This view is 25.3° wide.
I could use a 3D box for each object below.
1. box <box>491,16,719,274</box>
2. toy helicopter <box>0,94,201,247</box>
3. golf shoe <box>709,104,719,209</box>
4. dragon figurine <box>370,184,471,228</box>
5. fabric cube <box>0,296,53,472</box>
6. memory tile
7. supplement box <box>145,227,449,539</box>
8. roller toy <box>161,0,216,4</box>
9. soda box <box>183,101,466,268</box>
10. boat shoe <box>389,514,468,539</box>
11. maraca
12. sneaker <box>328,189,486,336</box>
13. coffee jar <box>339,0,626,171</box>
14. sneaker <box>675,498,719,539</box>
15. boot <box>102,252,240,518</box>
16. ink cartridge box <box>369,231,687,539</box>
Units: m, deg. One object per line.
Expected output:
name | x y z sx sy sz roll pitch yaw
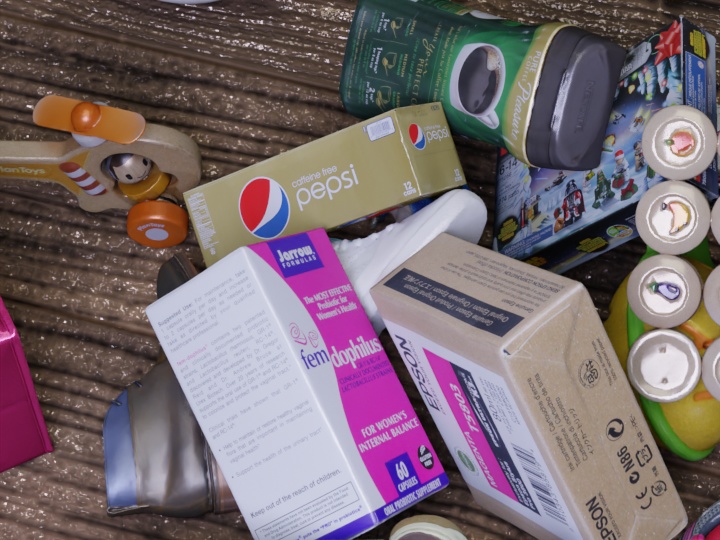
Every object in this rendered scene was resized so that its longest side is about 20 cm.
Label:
box | 0.177 -0.082 1.183 0.040 0.200 0.137 24 56 -29
toy helicopter | -0.218 -0.085 1.194 0.199 0.132 0.079 2 62 -2
golf shoe | 0.265 -0.086 1.258 0.199 0.073 0.092 -11 56 -20
dragon figurine | 0.057 -0.031 1.220 0.099 0.059 0.201 3 62 -1
fabric cube | -0.344 0.048 1.079 0.199 0.200 0.197 -22 64 -14
memory tile | 0.255 -0.008 1.060 0.153 0.017 0.201 4 95 11
supplement box | -0.043 0.085 1.080 0.101 0.103 0.200 -18 78 -57
roller toy | -0.144 -0.321 1.320 0.182 0.140 0.201 5 59 -13
soda box | -0.029 -0.059 1.156 0.068 0.200 0.064 -18 90 -56
boat shoe | 0.060 0.252 1.008 0.072 0.201 0.066 -11 21 26
maraca | 0.231 0.040 1.160 0.107 0.137 0.201 -14 51 32
sneaker | 0.000 0.000 1.150 0.200 0.075 0.089 -45 63 16
coffee jar | 0.089 -0.139 1.158 0.200 0.085 0.105 19 103 29
sneaker | 0.297 0.171 1.117 0.200 0.075 0.081 -36 69 -20
boot | -0.146 0.082 1.142 0.097 0.075 0.201 -9 65 -11
ink cartridge box | 0.109 0.088 1.052 0.075 0.200 0.165 -37 27 -18
